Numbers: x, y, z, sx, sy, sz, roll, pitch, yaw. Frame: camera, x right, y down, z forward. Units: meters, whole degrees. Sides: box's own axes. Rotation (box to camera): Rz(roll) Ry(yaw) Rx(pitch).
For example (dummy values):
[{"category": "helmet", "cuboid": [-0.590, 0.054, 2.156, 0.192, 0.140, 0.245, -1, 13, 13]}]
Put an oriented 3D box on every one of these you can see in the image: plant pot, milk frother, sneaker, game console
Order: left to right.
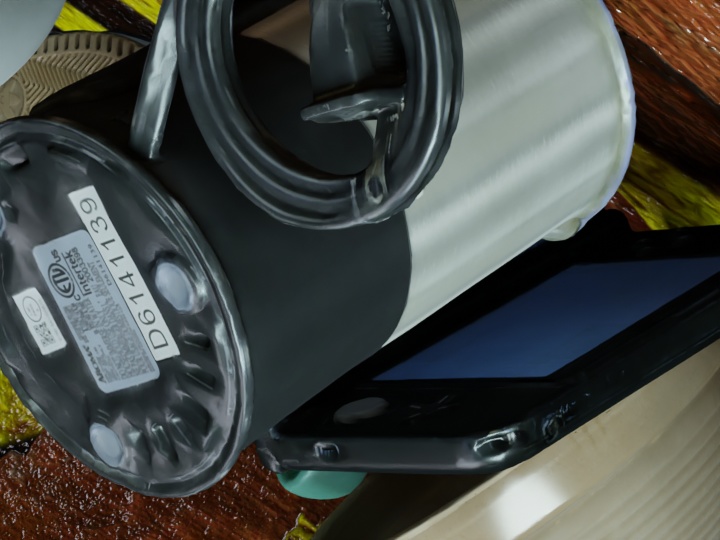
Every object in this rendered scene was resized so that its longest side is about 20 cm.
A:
[{"category": "sneaker", "cuboid": [-0.095, -0.063, 0.976, 0.199, 0.071, 0.108, 12, -171, 39]}, {"category": "milk frother", "cuboid": [0.007, -0.051, 0.681, 0.199, 0.188, 0.181, 6, 120, 43]}, {"category": "game console", "cuboid": [0.038, -0.019, 0.837, 0.175, 0.200, 0.117, -4, 108, 49]}, {"category": "plant pot", "cuboid": [0.080, 0.091, 0.931, 0.093, 0.201, 0.201, 52, 173, -5]}]

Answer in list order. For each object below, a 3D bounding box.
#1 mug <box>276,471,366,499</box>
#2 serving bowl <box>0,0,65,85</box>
[{"category": "mug", "cuboid": [0.007, -0.009, 1.008, 0.186, 0.152, 0.114, 65, 165, -12]}, {"category": "serving bowl", "cuboid": [-0.200, -0.093, 0.917, 0.200, 0.200, 0.066, 29, 141, 48]}]
